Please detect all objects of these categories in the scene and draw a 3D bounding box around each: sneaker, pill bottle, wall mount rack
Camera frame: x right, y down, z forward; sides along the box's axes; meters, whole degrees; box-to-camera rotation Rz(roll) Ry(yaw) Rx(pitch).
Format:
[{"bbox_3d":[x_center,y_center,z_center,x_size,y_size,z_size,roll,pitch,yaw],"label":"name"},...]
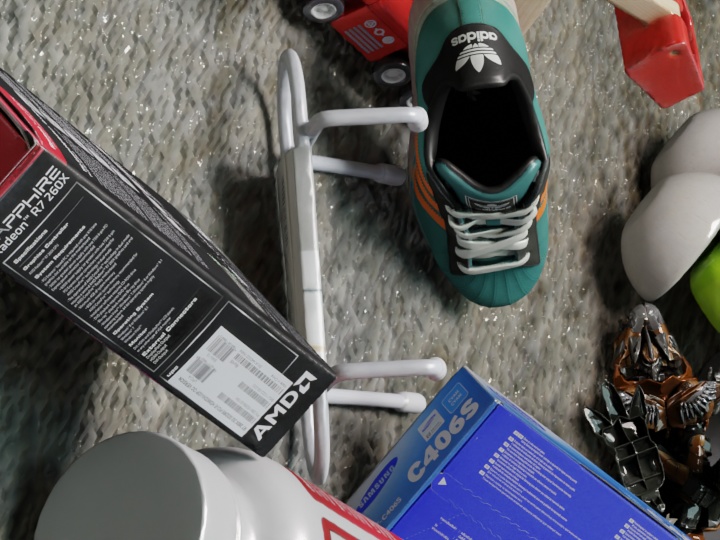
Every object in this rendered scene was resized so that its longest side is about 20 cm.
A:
[{"bbox_3d":[0.057,-0.045,1.320,0.080,0.071,0.200,-96,176,-47],"label":"sneaker"},{"bbox_3d":[-0.041,0.140,1.117,0.200,0.112,0.113,37,52,-48],"label":"pill bottle"},{"bbox_3d":[0.000,0.000,1.269,0.174,0.074,0.201,126,-40,-80],"label":"wall mount rack"}]

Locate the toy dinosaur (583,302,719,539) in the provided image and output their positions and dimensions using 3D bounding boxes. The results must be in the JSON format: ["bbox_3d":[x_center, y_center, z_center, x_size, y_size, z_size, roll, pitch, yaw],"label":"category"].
[{"bbox_3d":[0.177,0.111,1.483,0.200,0.102,0.136,61,-13,19],"label":"toy dinosaur"}]

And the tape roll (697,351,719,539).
[{"bbox_3d":[0.270,0.142,1.666,0.200,0.066,0.201,23,63,-55],"label":"tape roll"}]

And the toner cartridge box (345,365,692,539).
[{"bbox_3d":[0.093,0.138,1.312,0.200,0.043,0.095,38,94,-31],"label":"toner cartridge box"}]

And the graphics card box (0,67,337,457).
[{"bbox_3d":[-0.105,-0.016,1.050,0.051,0.125,0.200,-48,137,3],"label":"graphics card box"}]

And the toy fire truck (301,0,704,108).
[{"bbox_3d":[0.069,-0.133,1.336,0.200,0.141,0.049,40,36,-47],"label":"toy fire truck"}]

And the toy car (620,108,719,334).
[{"bbox_3d":[0.258,-0.024,1.559,0.175,0.150,0.200,39,32,-4],"label":"toy car"}]
